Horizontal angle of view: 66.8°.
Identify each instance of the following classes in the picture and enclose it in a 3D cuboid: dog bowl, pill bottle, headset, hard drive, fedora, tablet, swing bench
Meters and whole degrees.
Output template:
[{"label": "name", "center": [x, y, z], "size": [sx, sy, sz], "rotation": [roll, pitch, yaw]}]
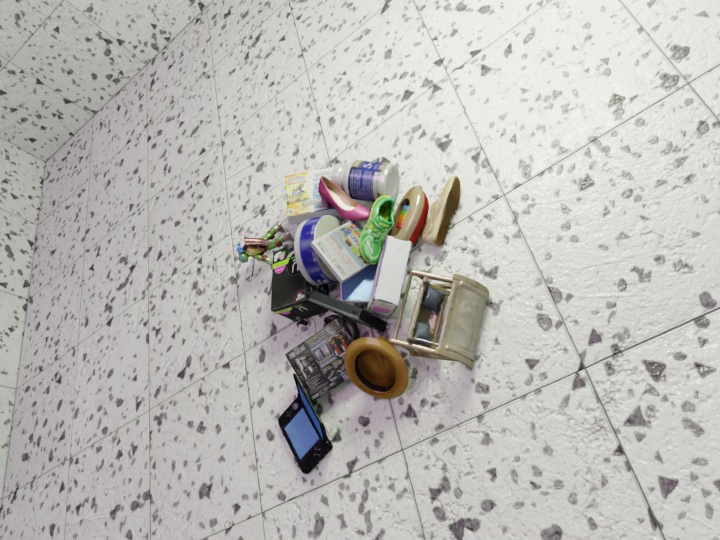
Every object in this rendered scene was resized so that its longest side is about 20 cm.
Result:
[{"label": "dog bowl", "center": [-0.111, -0.060, 1.652], "size": [0.077, 0.199, 0.206], "rotation": [-10, 64, 31]}, {"label": "pill bottle", "center": [0.013, -0.277, 1.689], "size": [0.195, 0.120, 0.123], "rotation": [10, 75, 26]}, {"label": "headset", "center": [-0.097, 0.183, 1.602], "size": [0.196, 0.094, 0.126], "rotation": [21, 82, 29]}, {"label": "hard drive", "center": [-0.036, 0.116, 1.557], "size": [0.197, 0.139, 0.034], "rotation": [18, 81, 40]}, {"label": "fedora", "center": [0.050, 0.243, 1.442], "size": [0.196, 0.204, 0.082], "rotation": [-13, 25, 31]}, {"label": "tablet", "center": [0.000, 0.000, 1.620], "size": [0.126, 0.014, 0.206], "rotation": [0, 64, -6]}, {"label": "swing bench", "center": [0.203, 0.119, 1.386], "size": [0.196, 0.129, 0.205], "rotation": [5, 72, 37]}]

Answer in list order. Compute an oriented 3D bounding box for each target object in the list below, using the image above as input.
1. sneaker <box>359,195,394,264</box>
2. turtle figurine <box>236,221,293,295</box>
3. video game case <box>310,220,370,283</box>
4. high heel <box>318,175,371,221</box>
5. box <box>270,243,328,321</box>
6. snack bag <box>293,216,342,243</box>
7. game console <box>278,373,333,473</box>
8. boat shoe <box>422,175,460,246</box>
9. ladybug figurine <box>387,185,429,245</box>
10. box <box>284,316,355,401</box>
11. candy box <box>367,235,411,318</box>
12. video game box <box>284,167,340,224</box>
[{"label": "sneaker", "center": [0.049, -0.121, 1.575], "size": [0.083, 0.072, 0.206], "rotation": [170, 115, -73]}, {"label": "turtle figurine", "center": [-0.321, -0.059, 1.892], "size": [0.193, 0.202, 0.143], "rotation": [-39, 18, -14]}, {"label": "video game case", "center": [-0.034, -0.061, 1.586], "size": [0.144, 0.198, 0.018], "rotation": [49, 138, 10]}, {"label": "high heel", "center": [-0.049, -0.219, 1.655], "size": [0.197, 0.098, 0.067], "rotation": [29, 48, 35]}, {"label": "box", "center": [-0.189, 0.034, 1.718], "size": [0.145, 0.123, 0.206], "rotation": [-17, 61, 30]}, {"label": "snack bag", "center": [-0.142, -0.160, 1.838], "size": [0.195, 0.021, 0.194], "rotation": [-1, 70, 36]}, {"label": "game console", "center": [-0.170, 0.429, 1.531], "size": [0.176, 0.116, 0.201], "rotation": [-47, 50, 9]}, {"label": "boat shoe", "center": [0.225, -0.173, 1.539], "size": [0.063, 0.071, 0.205], "rotation": [15, 80, 38]}, {"label": "ladybug figurine", "center": [0.142, -0.144, 1.571], "size": [0.205, 0.070, 0.136], "rotation": [-67, 21, 4]}, {"label": "box", "center": [-0.097, 0.252, 1.549], "size": [0.198, 0.050, 0.160], "rotation": [-35, 87, 19]}, {"label": "candy box", "center": [0.075, 0.025, 1.480], "size": [0.069, 0.200, 0.173], "rotation": [14, 74, -1]}, {"label": "video game box", "center": [-0.147, -0.248, 1.789], "size": [0.193, 0.047, 0.186], "rotation": [-9, 52, 0]}]
